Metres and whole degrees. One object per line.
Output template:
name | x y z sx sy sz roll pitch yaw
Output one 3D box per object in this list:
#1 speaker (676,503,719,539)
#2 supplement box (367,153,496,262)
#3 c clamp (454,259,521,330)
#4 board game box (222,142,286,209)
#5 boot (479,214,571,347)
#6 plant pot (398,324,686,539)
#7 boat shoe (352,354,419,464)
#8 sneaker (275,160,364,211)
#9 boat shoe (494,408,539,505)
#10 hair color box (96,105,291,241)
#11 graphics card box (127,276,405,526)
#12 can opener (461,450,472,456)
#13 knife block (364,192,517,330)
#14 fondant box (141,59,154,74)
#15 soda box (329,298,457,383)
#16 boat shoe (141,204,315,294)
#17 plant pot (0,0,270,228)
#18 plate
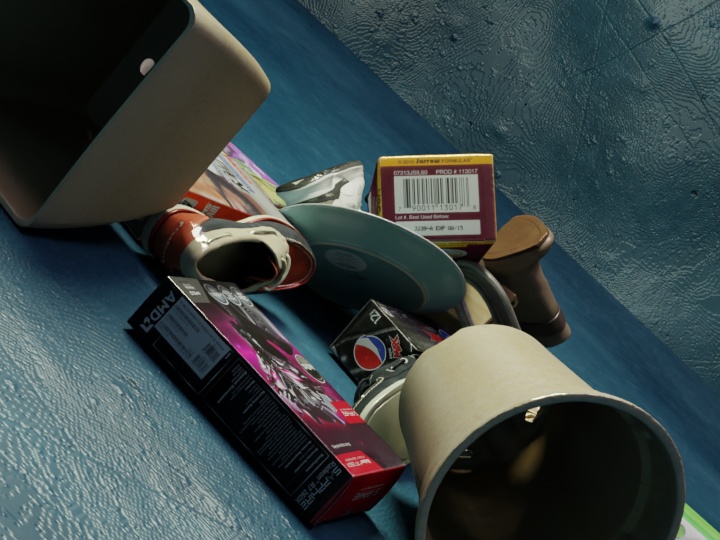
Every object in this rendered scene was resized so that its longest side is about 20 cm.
speaker | 0.325 0.284 1.718 0.200 0.088 0.088 42 11 -4
supplement box | 0.067 -0.052 1.644 0.110 0.086 0.200 -1 -8 -2
c clamp | 0.121 0.071 1.665 0.171 0.027 0.200 29 -36 59
board game box | -0.117 -0.087 1.744 0.200 0.032 0.120 41 15 -9
boot | 0.179 0.018 1.793 0.146 0.070 0.200 55 -17 -16
plant pot | 0.114 0.138 1.258 0.200 0.200 0.184 37 10 -26
boat shoe | 0.029 0.110 1.399 0.066 0.075 0.199 9 21 29
sneaker | -0.028 -0.044 1.700 0.200 0.076 0.115 -34 106 -75
boat shoe | 0.137 0.154 1.410 0.074 0.069 0.200 32 41 -23
hair color box | -0.149 -0.065 1.461 0.111 0.064 0.200 49 14 25
graphics card box | -0.065 0.090 1.204 0.200 0.051 0.125 45 11 16
can opener | 0.142 0.193 1.488 0.200 0.063 0.079 42 11 -1
knife block | 0.059 -0.010 1.799 0.176 0.064 0.200 51 -16 -15
fondant box | -0.269 -0.239 1.488 0.200 0.144 0.058 42 10 -3
soda box | 0.051 0.085 1.583 0.071 0.063 0.200 48 13 24
boat shoe | -0.096 -0.010 1.397 0.063 0.071 0.200 32 10 33
plant pot | -0.190 -0.150 1.274 0.200 0.200 0.177 48 14 27
plate | 0.000 0.000 1.574 0.200 0.026 0.200 16 -24 7
